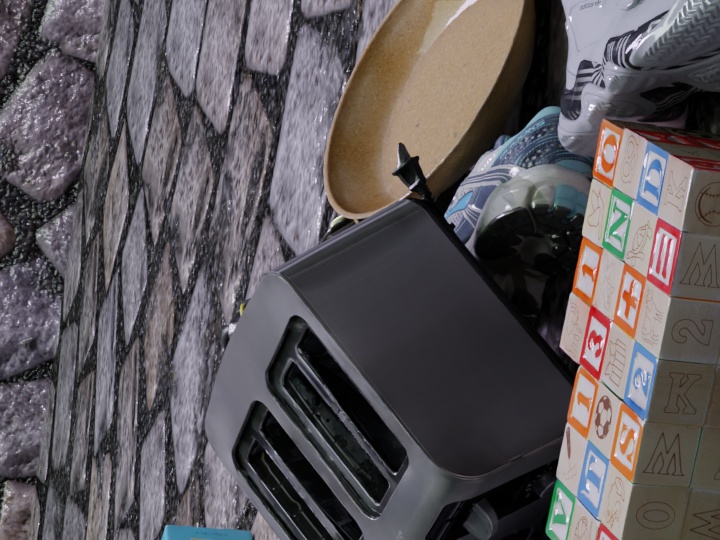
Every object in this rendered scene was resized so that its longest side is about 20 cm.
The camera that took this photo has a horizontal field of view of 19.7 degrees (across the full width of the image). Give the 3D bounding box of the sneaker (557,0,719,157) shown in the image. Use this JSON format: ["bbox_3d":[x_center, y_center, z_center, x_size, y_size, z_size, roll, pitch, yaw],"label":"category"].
[{"bbox_3d":[0.142,-0.133,0.983,0.200,0.074,0.116,133,138,-70],"label":"sneaker"}]

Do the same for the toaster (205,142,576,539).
[{"bbox_3d":[0.017,0.075,1.135,0.200,0.118,0.181,51,143,19],"label":"toaster"}]

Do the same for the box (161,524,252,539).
[{"bbox_3d":[-0.126,0.309,1.759,0.201,0.081,0.049,-103,25,-48],"label":"box"}]

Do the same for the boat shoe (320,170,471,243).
[{"bbox_3d":[0.000,0.000,1.308,0.202,0.061,0.072,-54,29,-15],"label":"boat shoe"}]

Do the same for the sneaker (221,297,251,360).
[{"bbox_3d":[-0.056,0.048,1.604,0.200,0.084,0.075,127,145,-61],"label":"sneaker"}]

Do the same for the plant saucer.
[{"bbox_3d":[0.050,-0.114,1.282,0.200,0.035,0.201,-44,30,33],"label":"plant saucer"}]

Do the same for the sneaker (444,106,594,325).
[{"bbox_3d":[0.084,-0.025,1.190,0.200,0.077,0.087,-43,31,57],"label":"sneaker"}]

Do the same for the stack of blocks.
[{"bbox_3d":[0.139,0.041,0.959,0.115,0.058,0.202,-134,52,-70],"label":"stack of blocks"}]
